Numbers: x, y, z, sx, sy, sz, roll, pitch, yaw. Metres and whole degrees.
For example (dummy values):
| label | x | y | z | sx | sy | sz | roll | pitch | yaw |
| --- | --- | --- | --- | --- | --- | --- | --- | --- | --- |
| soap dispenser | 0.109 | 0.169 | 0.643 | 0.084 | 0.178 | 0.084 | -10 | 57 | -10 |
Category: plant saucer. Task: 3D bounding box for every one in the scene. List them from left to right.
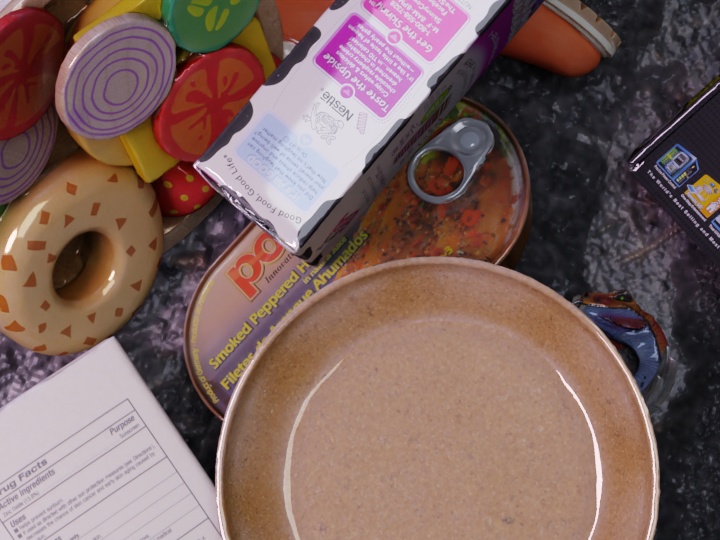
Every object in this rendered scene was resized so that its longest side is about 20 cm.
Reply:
| label | x | y | z | sx | sy | sz | roll | pitch | yaw |
| --- | --- | --- | --- | --- | --- | --- | --- | --- | --- |
| plant saucer | 0.035 | 0.095 | 0.844 | 0.200 | 0.035 | 0.200 | -1 | 83 | 11 |

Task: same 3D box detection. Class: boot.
| label | x | y | z | sx | sy | sz | roll | pitch | yaw |
| --- | --- | --- | --- | --- | --- | --- | --- | --- | --- |
| boot | 0.029 | -0.124 | 0.948 | 0.200 | 0.075 | 0.107 | 20 | 95 | -8 |

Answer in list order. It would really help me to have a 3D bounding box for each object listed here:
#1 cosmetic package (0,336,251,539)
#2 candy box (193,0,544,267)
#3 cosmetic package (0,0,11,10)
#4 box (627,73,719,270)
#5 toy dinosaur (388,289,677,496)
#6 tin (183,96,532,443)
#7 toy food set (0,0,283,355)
| label | x | y | z | sx | sy | sz | roll | pitch | yaw |
| --- | --- | --- | --- | --- | --- | --- | --- | --- | --- |
| cosmetic package | -0.104 | 0.142 | 0.884 | 0.105 | 0.071 | 0.200 | -32 | 89 | -11 |
| candy box | 0.018 | -0.097 | 0.838 | 0.061 | 0.136 | 0.200 | 40 | 89 | 4 |
| cosmetic package | -0.171 | -0.143 | 0.912 | 0.200 | 0.051 | 0.083 | -13 | 76 | -13 |
| box | 0.260 | -0.036 | 0.942 | 0.160 | 0.044 | 0.200 | -42 | 91 | 20 |
| toy dinosaur | 0.082 | 0.090 | 0.936 | 0.181 | 0.200 | 0.105 | -24 | 55 | -37 |
| tin | 0.000 | 0.000 | 0.916 | 0.112 | 0.042 | 0.200 | 41 | 83 | 17 |
| toy food set | -0.113 | -0.064 | 0.858 | 0.200 | 0.198 | 0.049 | -39 | 55 | -13 |
